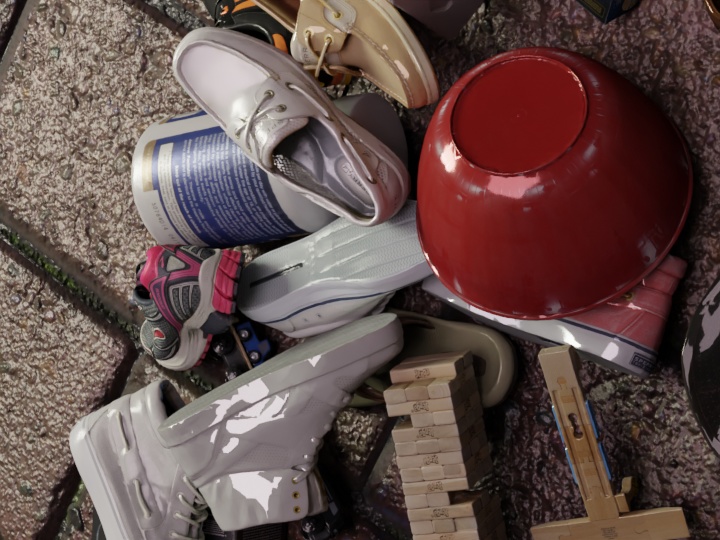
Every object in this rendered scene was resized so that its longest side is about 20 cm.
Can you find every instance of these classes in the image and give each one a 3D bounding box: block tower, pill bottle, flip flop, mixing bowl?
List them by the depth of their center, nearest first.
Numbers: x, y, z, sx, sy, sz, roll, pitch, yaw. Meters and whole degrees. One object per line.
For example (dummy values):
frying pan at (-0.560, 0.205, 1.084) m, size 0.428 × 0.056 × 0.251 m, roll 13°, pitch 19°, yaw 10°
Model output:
mixing bowl at (0.119, -0.079, 1.434) m, size 0.200 × 0.108 × 0.201 m, roll -9°, pitch 58°, yaw 15°
block tower at (0.067, 0.164, 1.528) m, size 0.058 × 0.054 × 0.200 m, roll -8°, pitch 100°, yaw 26°
flip flop at (0.026, 0.069, 1.578) m, size 0.200 × 0.058 × 0.081 m, roll 5°, pitch 94°, yaw 38°
pill bottle at (-0.068, -0.079, 1.606) m, size 0.200 × 0.111 × 0.111 m, roll -9°, pitch 86°, yaw 33°

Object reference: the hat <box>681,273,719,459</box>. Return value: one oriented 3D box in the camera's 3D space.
hat at (0.316, 0.056, 1.380) m, size 0.200 × 0.081 × 0.201 m, roll 0°, pitch 89°, yaw 25°

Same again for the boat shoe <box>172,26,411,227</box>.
boat shoe at (-0.054, -0.102, 1.487) m, size 0.200 × 0.069 × 0.071 m, roll 35°, pitch 112°, yaw 3°

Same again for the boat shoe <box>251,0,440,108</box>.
boat shoe at (-0.022, -0.172, 1.493) m, size 0.069 × 0.074 × 0.200 m, roll -35°, pitch 56°, yaw -14°

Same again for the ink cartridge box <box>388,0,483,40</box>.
ink cartridge box at (0.002, -0.269, 1.505) m, size 0.200 × 0.146 × 0.084 m, roll 43°, pitch 100°, yaw 19°

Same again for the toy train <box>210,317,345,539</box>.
toy train at (-0.064, 0.121, 1.648) m, size 0.046 × 0.034 × 0.200 m, roll -25°, pitch 75°, yaw -12°

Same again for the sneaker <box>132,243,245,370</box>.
sneaker at (-0.145, 0.020, 1.633) m, size 0.200 × 0.074 × 0.081 m, roll 130°, pitch 152°, yaw -66°

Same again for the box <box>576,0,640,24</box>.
box at (0.130, -0.287, 1.475) m, size 0.200 × 0.038 × 0.137 m, roll 45°, pitch 149°, yaw 24°

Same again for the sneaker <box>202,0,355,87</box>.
sneaker at (-0.087, -0.190, 1.597) m, size 0.200 × 0.090 × 0.070 m, roll 38°, pitch 137°, yaw 45°

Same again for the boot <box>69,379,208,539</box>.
boot at (-0.142, 0.184, 1.597) m, size 0.095 × 0.074 × 0.200 m, roll -31°, pitch 81°, yaw 20°

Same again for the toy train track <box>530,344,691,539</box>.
toy train track at (0.168, 0.141, 1.479) m, size 0.114 × 0.033 × 0.200 m, roll -11°, pitch 109°, yaw 25°

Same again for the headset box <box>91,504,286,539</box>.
headset box at (-0.141, 0.257, 1.683) m, size 0.148 × 0.075 × 0.201 m, roll 4°, pitch 93°, yaw 33°

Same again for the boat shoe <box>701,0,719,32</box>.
boat shoe at (0.249, -0.257, 1.421) m, size 0.072 × 0.068 × 0.201 m, roll -12°, pitch 85°, yaw 33°

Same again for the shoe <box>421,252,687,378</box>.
shoe at (0.140, 0.006, 1.504) m, size 0.200 × 0.071 × 0.091 m, roll 19°, pitch 84°, yaw 39°

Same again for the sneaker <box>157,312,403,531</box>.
sneaker at (-0.037, 0.118, 1.550) m, size 0.200 × 0.074 × 0.116 m, roll -28°, pitch 97°, yaw 12°

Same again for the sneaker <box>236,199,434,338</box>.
sneaker at (0.000, 0.000, 1.565) m, size 0.200 × 0.071 × 0.073 m, roll -15°, pitch 58°, yaw 36°
